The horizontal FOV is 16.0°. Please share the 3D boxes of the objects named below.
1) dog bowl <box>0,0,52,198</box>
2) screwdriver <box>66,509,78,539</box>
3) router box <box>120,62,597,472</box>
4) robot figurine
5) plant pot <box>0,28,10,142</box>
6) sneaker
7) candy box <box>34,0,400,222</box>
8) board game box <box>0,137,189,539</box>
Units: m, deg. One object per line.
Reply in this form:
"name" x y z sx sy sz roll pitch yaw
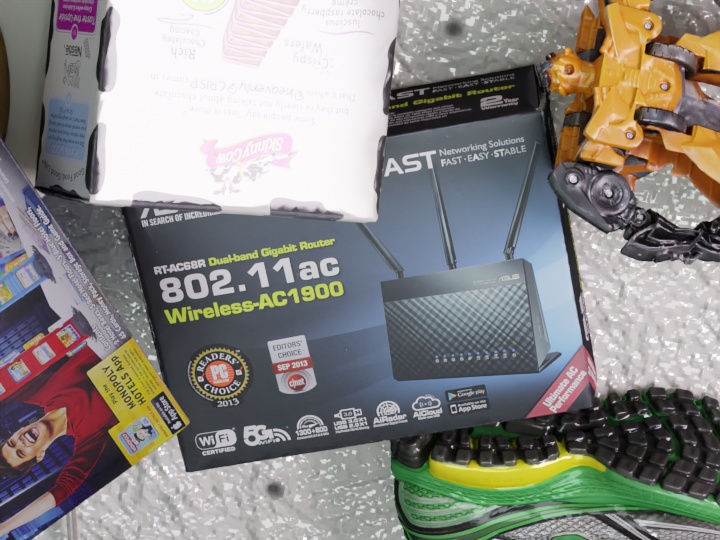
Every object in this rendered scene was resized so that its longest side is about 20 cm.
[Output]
"dog bowl" -0.196 -0.114 1.074 0.199 0.079 0.201 -7 110 -19
"screwdriver" -0.145 0.095 1.240 0.029 0.028 0.201 -11 121 -27
"router box" 0.000 0.000 1.170 0.199 0.062 0.150 -10 114 5
"robot figurine" 0.172 -0.062 1.116 0.199 0.058 0.146 13 78 -8
"plant pot" -0.234 -0.062 1.017 0.199 0.027 0.201 -7 110 -18
"sneaker" 0.113 0.106 1.221 0.199 0.078 0.085 6 125 6
"candy box" -0.053 -0.124 1.051 0.136 0.061 0.201 4 94 -30
"board game box" -0.200 0.042 1.022 0.200 0.062 0.200 -35 129 -7
